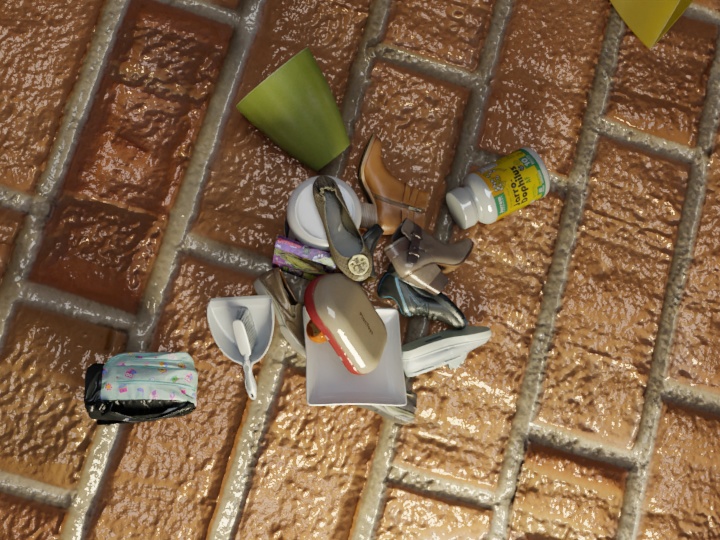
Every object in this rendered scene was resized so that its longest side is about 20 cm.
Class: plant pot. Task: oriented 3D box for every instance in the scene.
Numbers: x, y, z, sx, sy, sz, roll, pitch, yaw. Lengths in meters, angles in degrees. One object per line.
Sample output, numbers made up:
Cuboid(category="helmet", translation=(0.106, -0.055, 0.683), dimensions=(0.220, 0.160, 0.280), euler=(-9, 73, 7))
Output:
Cuboid(category="plant pot", translation=(0.657, -0.655, 1.684), dimensions=(0.176, 0.200, 0.200), euler=(41, 78, 12))
Cuboid(category="plant pot", translation=(-0.117, -0.307, 1.538), dimensions=(0.187, 0.187, 0.200), euler=(-41, 103, -12))

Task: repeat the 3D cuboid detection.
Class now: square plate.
Cuboid(category="square plate", translation=(-0.014, 0.166, 1.481), dimensions=(0.196, 0.028, 0.202), euler=(3, 64, -16))

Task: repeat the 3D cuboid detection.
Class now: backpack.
Cuboid(category="backpack", translation=(-0.402, 0.217, 1.417), dimensions=(0.198, 0.167, 0.128), euler=(0, 76, -14))

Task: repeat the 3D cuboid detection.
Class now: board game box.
Cuboid(category="board game box", translation=(-0.109, -0.016, 1.466), dimensions=(0.119, 0.200, 0.033), euler=(16, 78, -5))

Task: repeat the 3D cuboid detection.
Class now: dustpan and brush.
Cuboid(category="dustpan and brush", translation=(-0.222, 0.153, 1.489), dimensions=(0.138, 0.057, 0.202), euler=(-4, 114, 15))

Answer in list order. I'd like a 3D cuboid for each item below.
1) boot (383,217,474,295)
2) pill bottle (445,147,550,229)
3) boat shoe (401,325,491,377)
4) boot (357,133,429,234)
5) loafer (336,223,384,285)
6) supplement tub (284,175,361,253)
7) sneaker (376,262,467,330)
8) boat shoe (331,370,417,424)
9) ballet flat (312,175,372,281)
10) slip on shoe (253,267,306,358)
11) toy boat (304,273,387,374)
Cuboid(category="boot", translation=(0.137, -0.048, 1.538), dimensions=(0.146, 0.070, 0.200), euler=(44, 46, -4))
Cuboid(category="pill bottle", translation=(0.282, -0.166, 1.587), dimensions=(0.199, 0.113, 0.114), euler=(-26, 85, -11))
Cuboid(category="boat shoe", translation=(0.174, 0.165, 1.550), dimensions=(0.199, 0.070, 0.072), euler=(-15, 103, -11))
Cuboid(category="boot", translation=(0.069, -0.173, 1.576), dimensions=(0.154, 0.077, 0.202), euler=(8, 83, -5))
Cuboid(category="loafer", translation=(0.000, 0.000, 1.514), dimensions=(0.072, 0.073, 0.201), euler=(30, 74, 3))
Cuboid(category="supplement tub", translation=(-0.077, -0.093, 1.482), dimensions=(0.139, 0.200, 0.142), euler=(1, 81, -8))
Cuboid(category="sneaker", translation=(0.126, 0.068, 1.559), dimensions=(0.199, 0.073, 0.082), euler=(35, 95, 5))
Cuboid(category="boat shoe", translation=(0.023, 0.237, 1.515), dimensions=(0.199, 0.074, 0.074), euler=(27, 69, -11))
Cuboid(category="ballet flat", translation=(-0.033, -0.077, 1.359), dimensions=(0.067, 0.046, 0.202), euler=(-21, 86, -10))
Cuboid(category="slip on shoe", translation=(-0.133, 0.086, 1.509), dimensions=(0.060, 0.076, 0.201), euler=(-36, 80, 10))
Cuboid(category="toy boat", translation=(-0.046, 0.101, 1.421), dimensions=(0.201, 0.130, 0.131), euler=(58, 35, -27))
